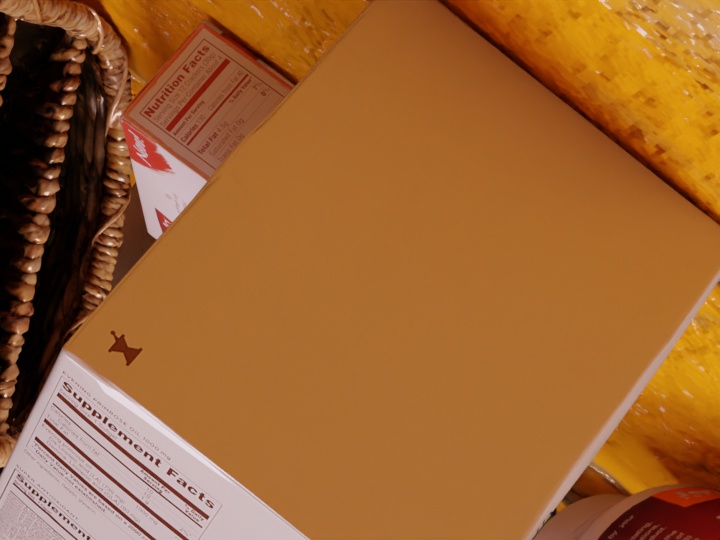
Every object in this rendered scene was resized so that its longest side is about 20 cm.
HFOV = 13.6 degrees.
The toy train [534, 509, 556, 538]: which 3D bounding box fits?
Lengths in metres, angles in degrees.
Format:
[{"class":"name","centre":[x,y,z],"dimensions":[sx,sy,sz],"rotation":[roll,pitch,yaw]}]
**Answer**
[{"class":"toy train","centre":[0.128,0.174,1.410],"dimensions":[0.200,0.085,0.116],"rotation":[41,-177,-31]}]

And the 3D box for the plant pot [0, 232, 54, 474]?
[{"class":"plant pot","centre":[-0.141,0.067,1.608],"dimensions":[0.187,0.187,0.200],"rotation":[28,177,40]}]

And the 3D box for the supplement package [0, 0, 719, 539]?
[{"class":"supplement package","centre":[-0.010,0.050,1.007],"dimensions":[0.147,0.191,0.200],"rotation":[38,148,3]}]

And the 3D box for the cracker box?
[{"class":"cracker box","centre":[0.000,0.000,1.207],"dimensions":[0.200,0.058,0.134],"rotation":[37,166,13]}]

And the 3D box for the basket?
[{"class":"basket","centre":[-0.158,-0.018,1.261],"dimensions":[0.142,0.201,0.149],"rotation":[13,179,-29]}]

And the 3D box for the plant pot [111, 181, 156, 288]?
[{"class":"plant pot","centre":[-0.062,0.061,1.408],"dimensions":[0.200,0.135,0.200],"rotation":[36,166,11]}]

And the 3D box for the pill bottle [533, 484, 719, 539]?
[{"class":"pill bottle","centre":[0.145,0.145,1.169],"dimensions":[0.113,0.113,0.200],"rotation":[46,165,-25]}]
